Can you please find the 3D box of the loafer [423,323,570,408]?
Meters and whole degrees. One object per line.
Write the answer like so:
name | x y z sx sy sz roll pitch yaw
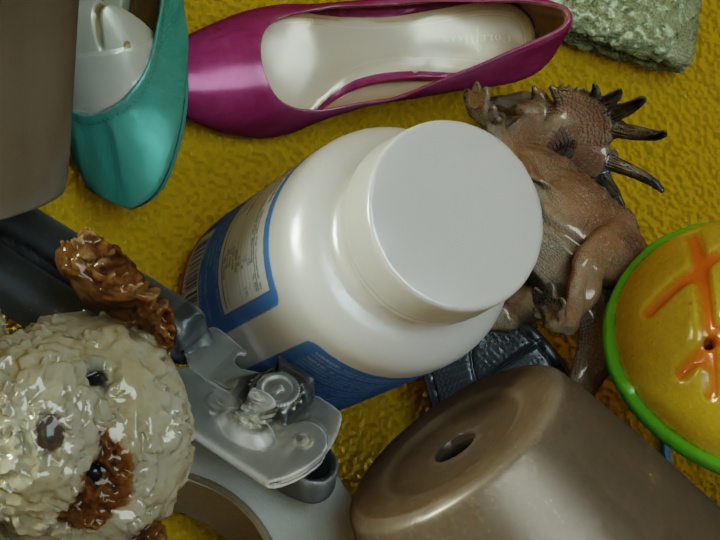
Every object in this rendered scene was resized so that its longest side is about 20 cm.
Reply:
loafer | 0.095 0.095 1.090 0.072 0.063 0.200 -35 91 5

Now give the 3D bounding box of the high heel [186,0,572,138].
high heel | 0.002 -0.107 1.055 0.200 0.096 0.067 -2 81 -24

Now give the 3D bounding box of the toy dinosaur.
toy dinosaur | 0.105 -0.020 1.052 0.135 0.086 0.200 -6 66 -40

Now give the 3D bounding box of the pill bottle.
pill bottle | 0.000 0.000 0.974 0.112 0.200 0.112 6 75 -24

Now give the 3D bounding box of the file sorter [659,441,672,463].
file sorter | 0.270 0.088 1.117 0.200 0.139 0.123 1 77 -24

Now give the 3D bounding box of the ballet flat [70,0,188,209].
ballet flat | -0.117 -0.131 1.018 0.070 0.067 0.200 33 58 -59

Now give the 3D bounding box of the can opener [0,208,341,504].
can opener | -0.096 0.043 0.977 0.200 0.067 0.053 31 54 21

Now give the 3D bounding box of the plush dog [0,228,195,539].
plush dog | -0.154 0.072 0.897 0.171 0.160 0.200 1 82 -8

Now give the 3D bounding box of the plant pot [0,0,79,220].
plant pot | -0.200 -0.107 0.928 0.200 0.200 0.174 -15 102 -25

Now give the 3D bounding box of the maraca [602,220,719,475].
maraca | 0.206 0.045 0.970 0.200 0.107 0.137 23 63 17

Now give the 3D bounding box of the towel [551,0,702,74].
towel | 0.104 -0.196 1.149 0.200 0.036 0.149 20 74 -20

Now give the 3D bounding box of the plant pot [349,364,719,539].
plant pot | 0.089 0.142 0.947 0.200 0.200 0.175 -43 107 -24

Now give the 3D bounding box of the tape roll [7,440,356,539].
tape roll | -0.090 0.144 0.961 0.202 0.037 0.203 7 57 -11
